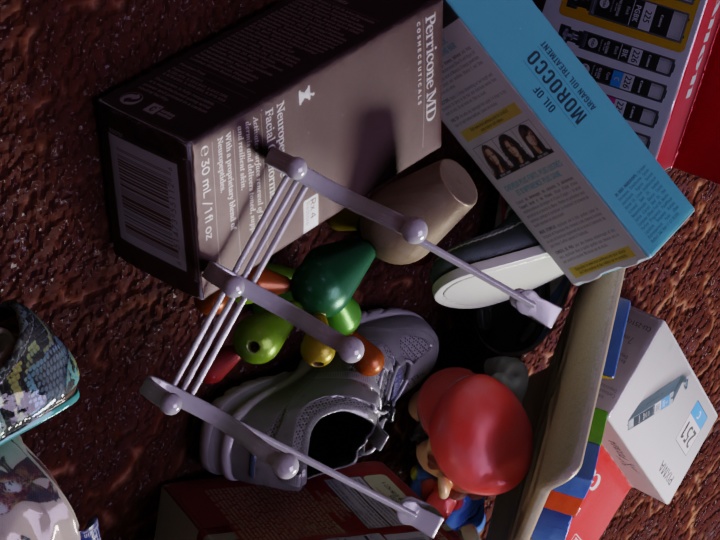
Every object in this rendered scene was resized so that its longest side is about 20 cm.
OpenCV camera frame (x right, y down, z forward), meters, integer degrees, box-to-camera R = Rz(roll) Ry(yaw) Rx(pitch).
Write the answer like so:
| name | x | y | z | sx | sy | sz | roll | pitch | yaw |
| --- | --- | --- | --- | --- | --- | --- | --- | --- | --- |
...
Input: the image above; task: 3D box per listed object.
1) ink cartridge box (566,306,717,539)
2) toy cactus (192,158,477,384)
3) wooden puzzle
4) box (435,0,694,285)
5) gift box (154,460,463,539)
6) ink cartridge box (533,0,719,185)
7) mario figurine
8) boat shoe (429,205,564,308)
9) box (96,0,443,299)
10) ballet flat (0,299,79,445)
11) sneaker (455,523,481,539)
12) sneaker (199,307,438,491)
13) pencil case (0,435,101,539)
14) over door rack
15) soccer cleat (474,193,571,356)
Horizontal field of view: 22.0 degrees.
| name | x | y | z | sx | sy | sz | roll | pitch | yaw |
| --- | --- | --- | --- | --- | --- | --- | --- | --- | --- |
| ink cartridge box | 0.215 | 0.147 | 1.528 | 0.177 | 0.045 | 0.200 | -57 | 146 | -12 |
| toy cactus | 0.000 | 0.000 | 1.053 | 0.165 | 0.103 | 0.200 | -35 | 173 | 32 |
| wooden puzzle | 0.140 | 0.107 | 1.259 | 0.200 | 0.046 | 0.186 | 109 | -2 | -58 |
| box | 0.099 | -0.089 | 1.075 | 0.049 | 0.082 | 0.200 | -43 | 99 | -28 |
| gift box | -0.016 | 0.240 | 1.109 | 0.199 | 0.185 | 0.188 | 1 | 113 | -26 |
| ink cartridge box | 0.174 | -0.163 | 1.130 | 0.084 | 0.175 | 0.201 | -27 | 135 | -68 |
| mario figurine | 0.054 | 0.124 | 1.260 | 0.200 | 0.105 | 0.124 | 104 | -5 | -55 |
| boat shoe | 0.115 | -0.029 | 1.167 | 0.199 | 0.062 | 0.073 | -18 | 164 | -33 |
| box | -0.043 | -0.078 | 0.999 | 0.200 | 0.075 | 0.101 | -36 | 138 | -38 |
| ballet flat | -0.224 | 0.079 | 0.878 | 0.200 | 0.074 | 0.075 | -38 | 139 | -36 |
| sneaker | 0.032 | 0.237 | 1.241 | 0.106 | 0.075 | 0.200 | -16 | 155 | -15 |
| sneaker | -0.008 | 0.089 | 1.147 | 0.200 | 0.082 | 0.075 | -31 | 135 | -43 |
| pencil case | -0.223 | 0.172 | 0.915 | 0.200 | 0.078 | 0.090 | -43 | 122 | -29 |
| over door rack | 0.005 | 0.044 | 0.964 | 0.200 | 0.067 | 0.148 | 29 | 92 | -29 |
| soccer cleat | 0.126 | -0.039 | 1.275 | 0.086 | 0.070 | 0.201 | -10 | 120 | -76 |
